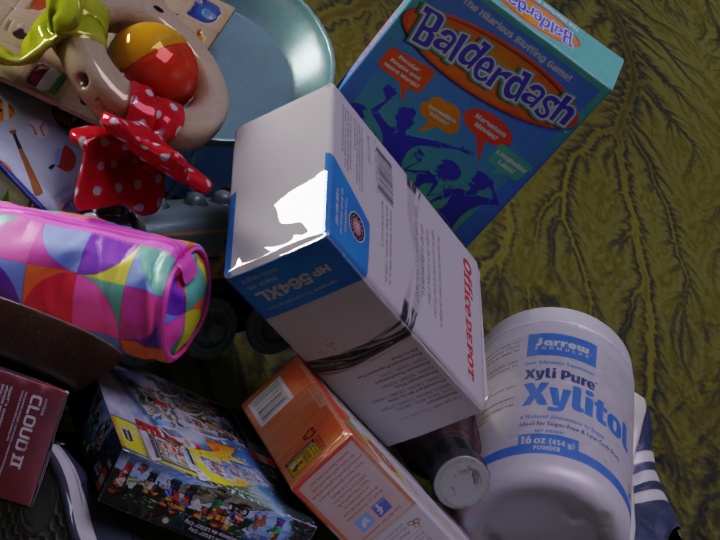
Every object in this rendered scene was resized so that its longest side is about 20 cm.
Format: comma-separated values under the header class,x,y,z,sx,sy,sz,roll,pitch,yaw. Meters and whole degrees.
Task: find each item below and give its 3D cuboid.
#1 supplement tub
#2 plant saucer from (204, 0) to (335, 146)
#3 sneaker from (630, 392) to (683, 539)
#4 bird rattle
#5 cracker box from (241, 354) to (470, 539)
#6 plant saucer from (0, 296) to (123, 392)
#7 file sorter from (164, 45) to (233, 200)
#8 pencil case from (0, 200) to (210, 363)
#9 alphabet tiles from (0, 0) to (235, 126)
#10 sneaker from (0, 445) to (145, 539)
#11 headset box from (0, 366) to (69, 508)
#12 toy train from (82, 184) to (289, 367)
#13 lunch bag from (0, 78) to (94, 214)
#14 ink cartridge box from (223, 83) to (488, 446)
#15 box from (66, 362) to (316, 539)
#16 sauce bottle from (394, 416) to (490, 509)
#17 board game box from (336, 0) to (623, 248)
class,x,y,z,sx,sy,sz,roll,pitch,yaw
supplement tub,0.140,0.136,1.577,0.131,0.132,0.201,29,35,-13
plant saucer,-0.118,-0.155,1.528,0.199,0.036,0.201,10,47,-11
sneaker,0.216,0.183,1.653,0.084,0.075,0.201,36,38,-17
bird rattle,-0.149,-0.131,1.397,0.200,0.113,0.163,46,34,18
cracker box,0.016,0.161,1.395,0.200,0.058,0.134,47,1,-26
plant saucer,-0.249,0.038,1.323,0.199,0.200,0.035,21,79,-23
file sorter,-0.067,-0.050,1.603,0.199,0.139,0.123,23,40,-20
pencil case,-0.197,-0.001,1.358,0.199,0.089,0.088,14,31,14
alphabet tiles,-0.188,-0.183,1.498,0.166,0.008,0.200,24,46,3
sneaker,-0.138,0.191,1.310,0.146,0.077,0.203,16,30,-43
headset box,-0.274,0.077,1.244,0.199,0.075,0.148,21,-7,-23
toy train,-0.116,-0.001,1.465,0.199,0.115,0.085,-4,20,-33
lunch bag,-0.264,-0.101,1.492,0.200,0.124,0.170,47,34,-1
ink cartridge box,0.000,0.000,1.407,0.200,0.084,0.147,50,28,-37
box,-0.115,0.120,1.365,0.136,0.038,0.200,25,9,-19
sauce bottle,0.054,0.113,1.524,0.066,0.066,0.200,24,12,-19
board game box,0.070,-0.122,1.517,0.152,0.200,0.045,35,40,-7
